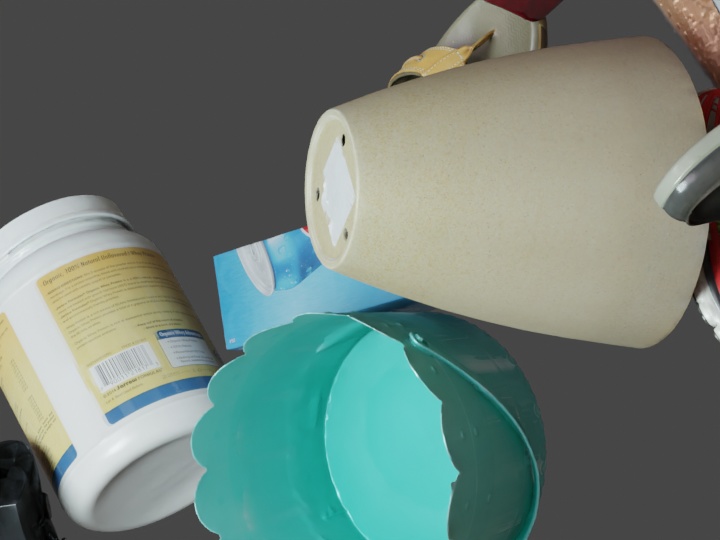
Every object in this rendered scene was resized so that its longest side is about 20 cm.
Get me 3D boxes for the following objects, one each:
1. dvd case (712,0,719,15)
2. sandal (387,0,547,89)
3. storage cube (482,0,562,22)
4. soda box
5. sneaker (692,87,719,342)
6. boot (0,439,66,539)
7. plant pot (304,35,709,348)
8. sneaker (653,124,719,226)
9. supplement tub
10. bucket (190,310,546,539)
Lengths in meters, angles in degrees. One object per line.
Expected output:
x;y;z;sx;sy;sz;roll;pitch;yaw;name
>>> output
0.290;-0.214;1.484;0.200;0.025;0.151;-37;66;29;dvd case
0.043;-0.109;1.638;0.200;0.054;0.081;-40;65;22;sandal
0.091;-0.283;1.524;0.180;0.171;0.200;-43;72;18;storage cube
0.000;0.000;1.658;0.199;0.064;0.068;-17;76;34;soda box
0.235;-0.020;1.480;0.085;0.077;0.201;-29;70;26;sneaker
-0.219;0.205;1.709;0.065;0.165;0.201;-23;113;-4;boot
0.076;-0.048;1.477;0.187;0.199;0.188;180;90;-69;plant pot
0.266;-0.044;1.392;0.107;0.199;0.075;63;156;19;sneaker
-0.176;0.063;1.733;0.145;0.144;0.200;-43;63;26;supplement tub
0.011;0.120;1.582;0.206;0.135;0.208;4;97;35;bucket
